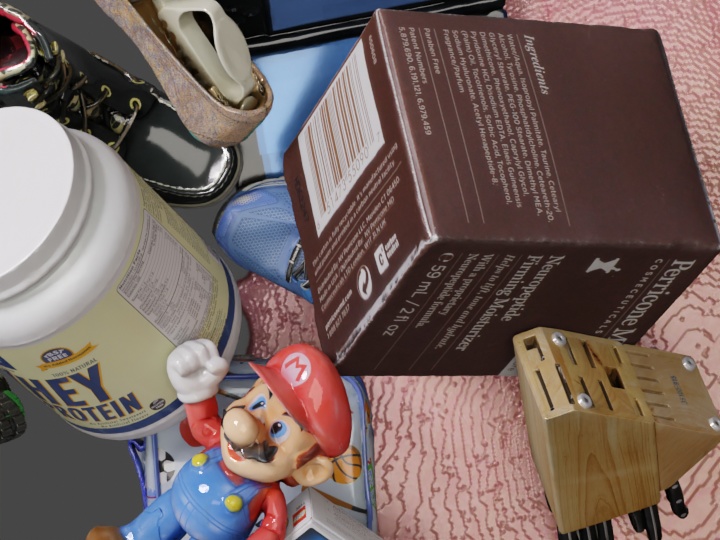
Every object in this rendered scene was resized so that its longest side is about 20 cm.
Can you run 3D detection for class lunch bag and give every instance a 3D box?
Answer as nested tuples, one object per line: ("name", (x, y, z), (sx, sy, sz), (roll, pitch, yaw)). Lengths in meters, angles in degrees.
("lunch bag", (-0.069, 0.149, 1.673), (0.159, 0.076, 0.201), (-3, 94, 0))

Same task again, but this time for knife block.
("knife block", (0.136, 0.122, 1.625), (0.199, 0.064, 0.176), (11, 135, -39))

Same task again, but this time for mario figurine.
("mario figurine", (-0.088, 0.123, 1.539), (0.123, 0.106, 0.200), (37, 105, -11))

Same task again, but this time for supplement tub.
("supplement tub", (-0.177, 0.003, 1.574), (0.144, 0.200, 0.146), (-14, 56, 22))

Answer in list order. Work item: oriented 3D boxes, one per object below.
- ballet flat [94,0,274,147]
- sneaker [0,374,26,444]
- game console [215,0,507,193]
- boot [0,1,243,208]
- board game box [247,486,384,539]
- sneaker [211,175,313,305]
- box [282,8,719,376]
("ballet flat", (-0.117, -0.167, 1.572), (0.200, 0.067, 0.068), (53, 55, -16))
("sneaker", (-0.265, 0.075, 1.597), (0.078, 0.200, 0.086), (-14, 92, -23))
("game console", (0.004, -0.137, 1.644), (0.199, 0.171, 0.119), (-12, 67, -3))
("boot", (-0.177, -0.104, 1.600), (0.203, 0.154, 0.074), (27, 88, 7))
("board game box", (-0.055, 0.234, 1.619), (0.200, 0.035, 0.126), (-40, 119, 22))
("sneaker", (0.000, 0.000, 1.654), (0.199, 0.089, 0.079), (20, 106, -3))
("box", (0.082, -0.043, 1.568), (0.199, 0.166, 0.165), (1, 58, -24))
